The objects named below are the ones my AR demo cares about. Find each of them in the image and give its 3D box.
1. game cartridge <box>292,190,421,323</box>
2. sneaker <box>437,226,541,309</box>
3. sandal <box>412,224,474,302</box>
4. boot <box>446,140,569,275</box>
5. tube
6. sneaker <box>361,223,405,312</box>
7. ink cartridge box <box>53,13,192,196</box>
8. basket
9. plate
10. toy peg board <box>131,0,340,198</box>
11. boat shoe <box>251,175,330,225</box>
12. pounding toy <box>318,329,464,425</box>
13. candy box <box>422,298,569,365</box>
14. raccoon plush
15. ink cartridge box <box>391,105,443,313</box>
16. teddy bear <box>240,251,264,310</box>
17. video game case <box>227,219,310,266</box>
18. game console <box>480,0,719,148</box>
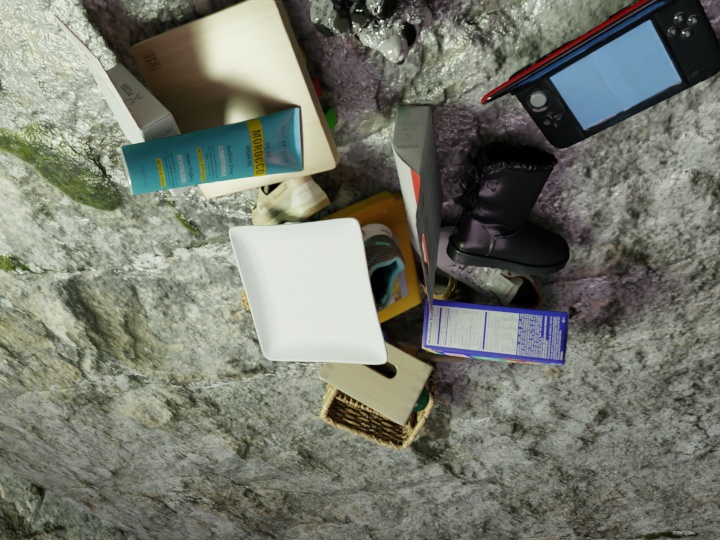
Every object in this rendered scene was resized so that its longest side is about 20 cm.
[{"bbox_3d":[0.000,0.000,0.894,0.174,0.032,0.202,-25,129,-14],"label":"game cartridge"},{"bbox_3d":[0.186,-0.001,0.885,0.197,0.085,0.074,23,107,-21],"label":"sneaker"},{"bbox_3d":[0.122,0.007,0.949,0.079,0.055,0.201,-7,137,23],"label":"sandal"},{"bbox_3d":[0.213,-0.081,0.806,0.194,0.074,0.164,4,128,-13],"label":"boot"},{"bbox_3d":[-0.158,-0.128,0.676,0.197,0.051,0.078,-15,134,-21],"label":"tube"},{"bbox_3d":[-0.003,0.038,0.839,0.077,0.091,0.202,15,109,-33],"label":"sneaker"},{"bbox_3d":[-0.273,-0.205,0.722,0.200,0.044,0.178,43,159,42],"label":"ink cartridge box"},{"bbox_3d":[0.043,0.229,1.163,0.198,0.151,0.143,26,140,-14],"label":"basket"},{"bbox_3d":[-0.065,0.028,0.810,0.196,0.032,0.203,-2,112,26],"label":"plate"},{"bbox_3d":[-0.135,-0.216,0.749,0.197,0.098,0.202,-9,120,23],"label":"toy peg board"},{"bbox_3d":[-0.109,-0.102,0.852,0.199,0.072,0.066,0,122,62],"label":"boat shoe"},{"bbox_3d":[0.062,0.161,1.029,0.198,0.144,0.184,27,177,10],"label":"pounding toy"},{"bbox_3d":[0.197,0.094,0.909,0.196,0.079,0.169,6,173,14],"label":"candy box"},{"bbox_3d":[0.018,-0.311,0.608,0.095,0.134,0.204,9,111,28],"label":"raccoon plush"},{"bbox_3d":[0.067,-0.076,0.750,0.049,0.202,0.162,0,139,16],"label":"ink cartridge box"},{"bbox_3d":[-0.106,0.022,0.920,0.144,0.067,0.200,-35,127,8],"label":"teddy bear"},{"bbox_3d":[-0.097,0.001,1.032,0.180,0.023,0.200,-24,128,37],"label":"video game case"},{"bbox_3d":[0.250,-0.193,0.624,0.198,0.120,0.172,-24,128,37],"label":"game console"}]
